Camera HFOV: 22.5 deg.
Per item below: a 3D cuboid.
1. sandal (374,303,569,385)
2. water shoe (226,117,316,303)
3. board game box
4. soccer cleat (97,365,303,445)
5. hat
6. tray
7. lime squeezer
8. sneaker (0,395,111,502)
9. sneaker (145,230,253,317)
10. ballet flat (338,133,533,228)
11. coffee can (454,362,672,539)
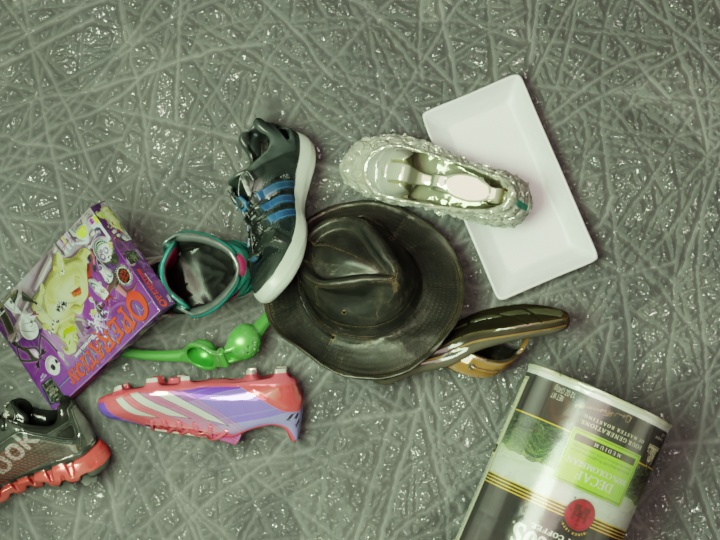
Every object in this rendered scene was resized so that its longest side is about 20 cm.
[{"bbox_3d":[0.106,0.080,1.734,0.199,0.082,0.055,-20,104,5],"label":"sandal"},{"bbox_3d":[-0.096,-0.057,1.723,0.079,0.071,0.200,25,46,-22],"label":"water shoe"},{"bbox_3d":[-0.269,0.037,1.729,0.120,0.032,0.200,52,128,4],"label":"board game box"},{"bbox_3d":[-0.154,0.137,1.753,0.199,0.067,0.077,-6,89,1],"label":"soccer cleat"},{"bbox_3d":[0.000,0.000,1.713,0.200,0.081,0.201,-4,60,6],"label":"hat"},{"bbox_3d":[0.145,-0.081,1.770,0.107,0.022,0.201,-23,84,3],"label":"tray"},{"bbox_3d":[-0.140,0.064,1.758,0.199,0.038,0.071,-22,58,3],"label":"lime squeezer"},{"bbox_3d":[-0.347,0.177,1.748,0.200,0.071,0.098,-17,105,1],"label":"sneaker"},{"bbox_3d":[-0.191,0.017,1.735,0.199,0.121,0.084,-18,84,3],"label":"sneaker"},{"bbox_3d":[0.068,-0.090,1.736,0.199,0.072,0.072,13,86,17],"label":"ballet flat"},{"bbox_3d":[0.183,0.205,1.680,0.146,0.146,0.201,23,87,6],"label":"coffee can"}]
